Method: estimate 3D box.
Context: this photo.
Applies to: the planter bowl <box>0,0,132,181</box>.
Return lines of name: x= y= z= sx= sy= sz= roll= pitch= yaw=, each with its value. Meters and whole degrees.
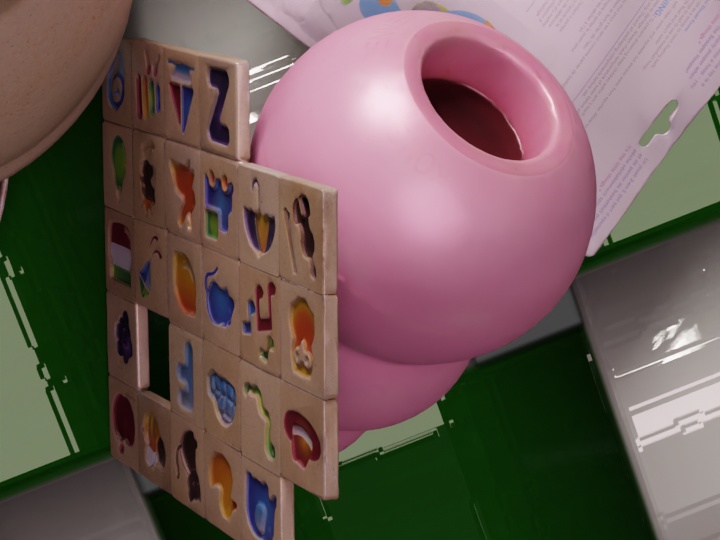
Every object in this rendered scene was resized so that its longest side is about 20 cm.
planter bowl: x=-0.160 y=-0.127 z=0.723 sx=0.198 sy=0.135 sz=0.202 roll=2 pitch=84 yaw=-18

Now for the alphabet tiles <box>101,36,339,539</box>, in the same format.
alphabet tiles: x=-0.053 y=0.007 z=0.762 sx=0.007 sy=0.200 sz=0.169 roll=-5 pitch=102 yaw=-27

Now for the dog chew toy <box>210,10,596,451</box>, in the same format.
dog chew toy: x=0.000 y=0.000 z=0.786 sx=0.124 sy=0.125 sz=0.200 roll=27 pitch=135 yaw=-10

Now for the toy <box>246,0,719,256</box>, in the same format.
toy: x=0.042 y=-0.111 z=0.823 sx=0.199 sy=0.047 sz=0.116 roll=35 pitch=96 yaw=-17

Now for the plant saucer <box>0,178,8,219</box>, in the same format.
plant saucer: x=-0.231 y=-0.049 z=0.812 sx=0.198 sy=0.032 sz=0.202 roll=-1 pitch=101 yaw=-7
